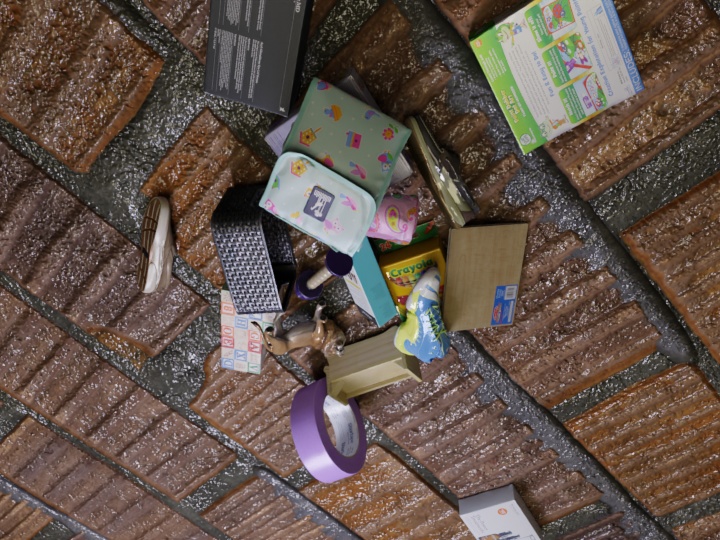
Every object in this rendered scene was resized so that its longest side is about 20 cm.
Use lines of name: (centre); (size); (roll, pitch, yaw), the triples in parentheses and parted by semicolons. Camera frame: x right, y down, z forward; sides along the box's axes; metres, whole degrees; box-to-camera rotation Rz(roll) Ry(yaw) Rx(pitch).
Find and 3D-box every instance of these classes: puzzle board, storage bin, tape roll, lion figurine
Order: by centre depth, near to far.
storage bin: (-0.184, -0.037, 1.043); (0.090, 0.137, 0.205); (-3, 123, 8)
puzzle board: (0.221, 0.013, 1.061); (0.146, 0.017, 0.206); (-5, 116, -13)
lion figurine: (-0.121, 0.130, 1.159); (0.193, 0.074, 0.125); (-3, 135, -15)
tape roll: (-0.064, 0.333, 1.232); (0.064, 0.202, 0.202); (-26, 117, 22)

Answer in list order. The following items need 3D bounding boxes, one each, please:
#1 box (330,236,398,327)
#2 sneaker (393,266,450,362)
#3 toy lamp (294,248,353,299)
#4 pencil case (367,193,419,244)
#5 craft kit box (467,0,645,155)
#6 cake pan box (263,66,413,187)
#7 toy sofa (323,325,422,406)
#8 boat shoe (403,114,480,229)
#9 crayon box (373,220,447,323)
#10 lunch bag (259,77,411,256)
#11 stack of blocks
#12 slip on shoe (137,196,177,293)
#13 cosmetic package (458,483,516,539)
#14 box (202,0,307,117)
box: (0.000, 0.000, 1.071); (0.049, 0.082, 0.204); (-33, 121, -16)
sneaker: (0.129, 0.088, 1.047); (0.104, 0.076, 0.203); (34, 138, 18)
toy lamp: (-0.075, 0.011, 1.063); (0.057, 0.059, 0.200); (29, 153, -12)
pencil case: (-0.002, -0.098, 0.957); (0.193, 0.088, 0.090); (10, 125, 0)
craft kit box: (0.287, -0.307, 0.864); (0.194, 0.049, 0.202); (-27, 116, 19)
cake pan box: (-0.031, -0.197, 0.972); (0.181, 0.053, 0.201); (-28, 116, 25)
toy sofa: (0.025, 0.199, 1.216); (0.195, 0.100, 0.083); (-22, 143, 20)
boat shoe: (0.135, -0.169, 0.964); (0.064, 0.073, 0.203); (-30, 109, -4)
crayon box: (0.113, 0.020, 1.095); (0.124, 0.051, 0.203); (-18, 119, 18)
lunch bag: (-0.040, -0.145, 0.859); (0.167, 0.122, 0.205); (26, 84, -8)
stack of blocks: (-0.222, 0.113, 1.194); (0.111, 0.059, 0.205); (10, 124, 0)
slip on shoe: (-0.378, -0.048, 1.112); (0.059, 0.076, 0.205); (-5, 124, -39)
cosmetic package: (0.354, 0.633, 1.467); (0.148, 0.052, 0.202); (-26, 117, 19)
box: (-0.148, -0.354, 0.867); (0.137, 0.080, 0.204); (17, 123, 0)
